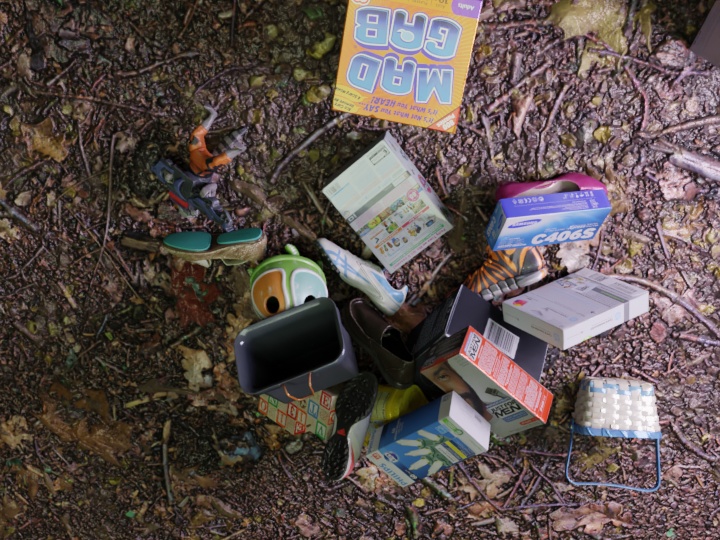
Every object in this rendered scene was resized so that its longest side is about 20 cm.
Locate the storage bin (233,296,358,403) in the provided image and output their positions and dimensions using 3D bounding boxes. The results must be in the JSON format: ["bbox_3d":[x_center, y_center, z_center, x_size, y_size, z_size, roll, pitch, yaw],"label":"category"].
[{"bbox_3d":[-0.097,0.160,1.529,0.197,0.148,0.134,-23,148,13],"label":"storage bin"}]

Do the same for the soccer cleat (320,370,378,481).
[{"bbox_3d":[-0.014,0.275,1.580,0.067,0.073,0.203,18,90,21],"label":"soccer cleat"}]

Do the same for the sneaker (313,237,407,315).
[{"bbox_3d":[0.000,0.000,1.624,0.199,0.072,0.073,38,81,-5],"label":"sneaker"}]

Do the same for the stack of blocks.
[{"bbox_3d":[-0.105,0.246,1.659,0.198,0.058,0.117,23,111,42],"label":"stack of blocks"}]

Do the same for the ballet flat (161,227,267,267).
[{"bbox_3d":[-0.267,-0.036,1.628,0.196,0.071,0.066,-1,127,9],"label":"ballet flat"}]

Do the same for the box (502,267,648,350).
[{"bbox_3d":[0.369,0.062,1.516,0.197,0.155,0.042,-19,114,-26],"label":"box"}]

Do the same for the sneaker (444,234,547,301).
[{"bbox_3d":[0.230,-0.010,1.597,0.197,0.078,0.114,-23,94,19],"label":"sneaker"}]

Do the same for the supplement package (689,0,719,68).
[{"bbox_3d":[0.633,-0.378,1.337,0.145,0.201,0.194,22,113,-4],"label":"supplement package"}]

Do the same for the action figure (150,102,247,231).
[{"bbox_3d":[-0.262,-0.161,1.557,0.200,0.104,0.194,44,117,14],"label":"action figure"}]

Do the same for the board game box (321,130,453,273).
[{"bbox_3d":[0.050,-0.119,1.566,0.147,0.064,0.201,-35,104,18],"label":"board game box"}]

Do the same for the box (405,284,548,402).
[{"bbox_3d":[0.198,0.163,1.595,0.198,0.125,0.197,33,140,-9],"label":"box"}]

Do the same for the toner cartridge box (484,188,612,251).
[{"bbox_3d":[0.320,-0.086,1.510,0.196,0.044,0.096,-7,147,-14],"label":"toner cartridge box"}]

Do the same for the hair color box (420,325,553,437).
[{"bbox_3d":[0.210,0.189,1.469,0.199,0.064,0.111,40,141,-14],"label":"hair color box"}]

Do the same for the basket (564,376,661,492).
[{"bbox_3d":[0.477,0.305,1.649,0.173,0.139,0.204,6,82,2],"label":"basket"}]

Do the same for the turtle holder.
[{"bbox_3d":[-0.122,0.061,1.607,0.138,0.133,0.187,-17,138,5],"label":"turtle holder"}]

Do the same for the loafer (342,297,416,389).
[{"bbox_3d":[0.042,0.116,1.573,0.201,0.072,0.072,50,135,27],"label":"loafer"}]

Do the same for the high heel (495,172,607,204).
[{"bbox_3d":[0.331,-0.128,1.520,0.196,0.096,0.069,6,113,2],"label":"high heel"}]

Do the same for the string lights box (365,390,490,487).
[{"bbox_3d":[0.115,0.292,1.516,0.103,0.059,0.199,42,127,-20],"label":"string lights box"}]

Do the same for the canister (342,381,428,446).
[{"bbox_3d":[0.034,0.274,1.660,0.197,0.087,0.150,0,133,40],"label":"canister"}]

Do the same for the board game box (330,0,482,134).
[{"bbox_3d":[0.072,-0.355,1.394,0.196,0.200,0.203,10,113,0],"label":"board game box"}]
